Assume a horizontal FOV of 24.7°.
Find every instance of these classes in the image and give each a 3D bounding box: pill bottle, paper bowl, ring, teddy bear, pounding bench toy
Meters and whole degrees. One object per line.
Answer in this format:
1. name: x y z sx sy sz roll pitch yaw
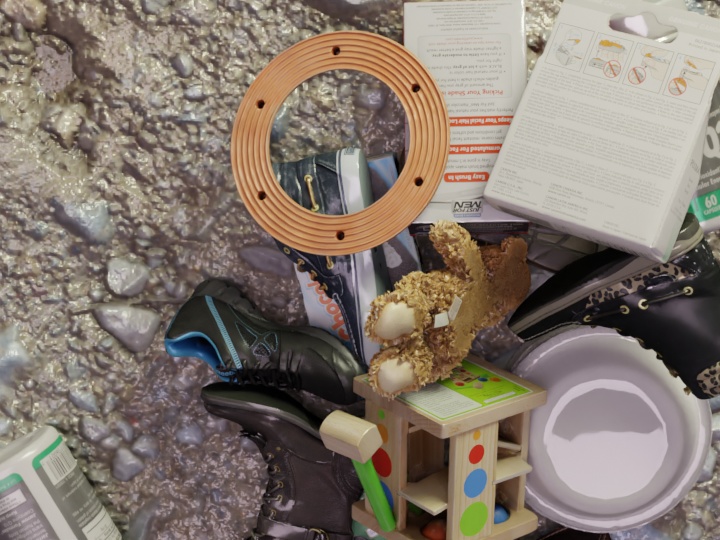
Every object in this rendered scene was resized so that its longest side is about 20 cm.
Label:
1. pill bottle: -0.291 0.260 1.574 0.113 0.113 0.201 -28 98 9
2. paper bowl: 0.224 0.144 1.520 0.200 0.104 0.202 1 100 4
3. ring: -0.018 -0.111 1.439 0.200 0.019 0.201 -3 81 17
4. teddy bear: 0.066 0.031 1.423 0.067 0.200 0.145 13 138 39
5. pill bottle: 0.265 -0.134 1.447 0.113 0.113 0.201 -19 100 7
6. pounding bench toy: 0.048 0.180 1.457 0.199 0.124 0.157 -14 115 -37

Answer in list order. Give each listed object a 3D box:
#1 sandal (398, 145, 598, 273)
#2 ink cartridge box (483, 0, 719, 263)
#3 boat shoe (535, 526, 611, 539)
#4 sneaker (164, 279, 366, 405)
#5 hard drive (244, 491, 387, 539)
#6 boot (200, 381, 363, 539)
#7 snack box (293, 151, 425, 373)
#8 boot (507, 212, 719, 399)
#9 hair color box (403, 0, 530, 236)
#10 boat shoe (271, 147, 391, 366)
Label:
1. sandal: 0.124 -0.057 1.509 0.199 0.055 0.082 25 83 2
2. ink cartridge box: 0.212 -0.124 1.371 0.160 0.050 0.201 20 83 28
3. boat shoe: 0.153 0.291 1.538 0.200 0.070 0.071 -35 118 -19
4. sneaker: -0.087 0.084 1.512 0.199 0.082 0.073 23 138 22
5. hard drive: -0.008 0.284 1.598 0.200 0.038 0.140 -30 98 10
6. boot: -0.078 0.207 1.530 0.199 0.069 0.175 20 101 -7
7. snack box: 0.000 0.000 1.539 0.116 0.037 0.201 -13 100 8
8. boot: 0.242 0.054 1.428 0.203 0.074 0.154 -29 103 34
9. hair color box: 0.094 -0.134 1.462 0.110 0.064 0.201 -1 80 4
10. boat shoe: -0.027 -0.008 1.490 0.090 0.071 0.201 -7 96 13
